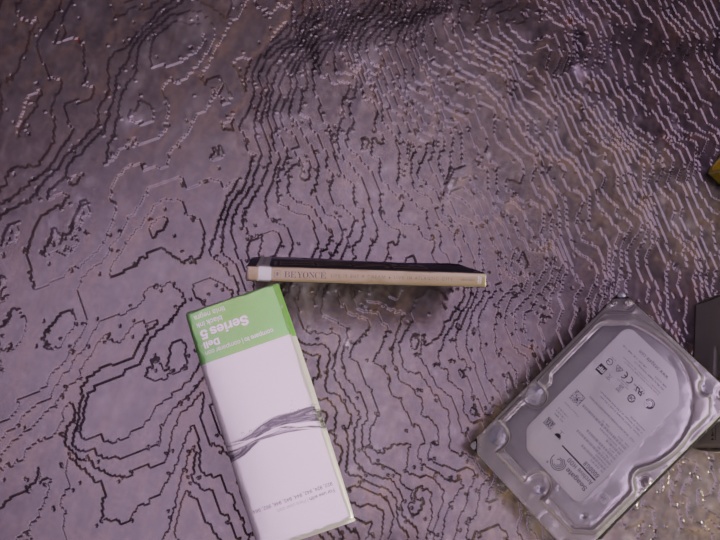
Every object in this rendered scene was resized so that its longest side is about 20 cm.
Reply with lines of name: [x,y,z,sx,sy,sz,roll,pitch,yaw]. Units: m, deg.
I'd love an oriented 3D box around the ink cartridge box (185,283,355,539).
ink cartridge box: [-0.076,0.127,0.883,0.083,0.146,0.202,-17,82,-6]

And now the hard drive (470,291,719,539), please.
hard drive: [0.214,0.137,0.921,0.200,0.038,0.140,-45,67,5]

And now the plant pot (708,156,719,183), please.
plant pot: [0.489,-0.108,0.955,0.176,0.200,0.200,46,79,-7]

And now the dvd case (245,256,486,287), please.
dvd case: [0.000,0.000,0.911,0.198,0.149,0.016,1,94,-4]

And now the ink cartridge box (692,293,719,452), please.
ink cartridge box: [0.419,0.103,0.959,0.198,0.086,0.149,6,80,-2]
